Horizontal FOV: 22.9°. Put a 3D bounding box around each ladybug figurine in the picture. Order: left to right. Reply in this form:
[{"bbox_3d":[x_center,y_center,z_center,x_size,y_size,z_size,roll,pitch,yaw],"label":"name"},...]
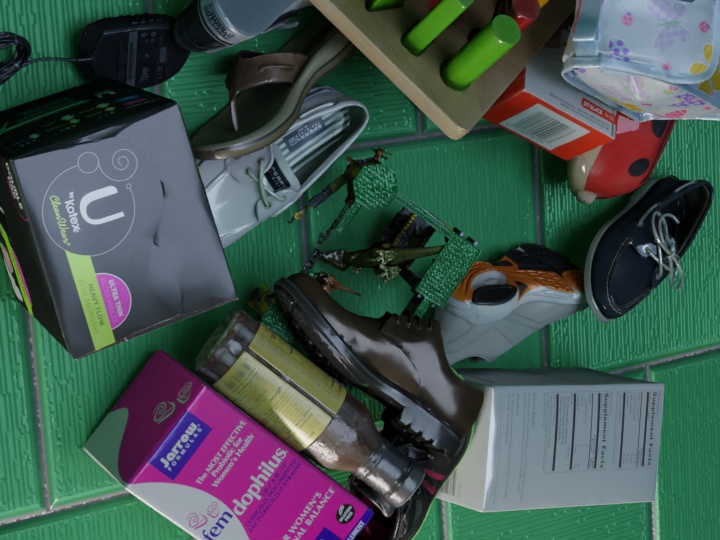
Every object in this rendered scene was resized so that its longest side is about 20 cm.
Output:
[{"bbox_3d":[0.245,-0.146,1.585,0.200,0.072,0.136,-66,166,-7],"label":"ladybug figurine"}]

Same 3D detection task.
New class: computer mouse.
[{"bbox_3d":[-0.220,-0.163,1.335,0.200,0.034,0.059,-9,129,-28],"label":"computer mouse"}]

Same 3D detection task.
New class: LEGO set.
[{"bbox_3d":[0.000,0.000,1.472,0.154,0.116,0.200,25,96,-14],"label":"LEGO set"}]

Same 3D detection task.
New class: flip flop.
[{"bbox_3d":[-0.069,-0.158,1.403,0.200,0.081,0.058,-48,124,-23],"label":"flip flop"}]

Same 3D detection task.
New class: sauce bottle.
[{"bbox_3d":[-0.037,0.113,1.396,0.200,0.065,0.065,40,74,-10],"label":"sauce bottle"}]

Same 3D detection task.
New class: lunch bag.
[{"bbox_3d":[0.238,-0.217,1.422,0.200,0.127,0.170,18,78,-54],"label":"lunch bag"}]

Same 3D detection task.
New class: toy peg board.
[{"bbox_3d":[0.077,-0.246,1.381,0.200,0.098,0.199,44,57,-5],"label":"toy peg board"}]

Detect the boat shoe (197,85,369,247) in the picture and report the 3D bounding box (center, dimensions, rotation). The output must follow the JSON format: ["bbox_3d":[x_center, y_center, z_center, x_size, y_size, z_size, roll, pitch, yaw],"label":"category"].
[{"bbox_3d":[-0.077,-0.082,1.416,0.200,0.067,0.074,-46,118,-20],"label":"boat shoe"}]

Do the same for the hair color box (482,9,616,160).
[{"bbox_3d":[0.163,-0.209,1.517,0.111,0.064,0.200,22,60,-34],"label":"hair color box"}]

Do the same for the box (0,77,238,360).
[{"bbox_3d":[-0.189,-0.043,1.256,0.124,0.200,0.149,-21,108,-18],"label":"box"}]

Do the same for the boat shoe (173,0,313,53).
[{"bbox_3d":[-0.074,-0.220,1.397,0.074,0.068,0.199,56,42,-14],"label":"boat shoe"}]

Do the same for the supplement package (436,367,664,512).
[{"bbox_3d":[0.157,0.147,1.576,0.200,0.114,0.110,2,94,-34],"label":"supplement package"}]

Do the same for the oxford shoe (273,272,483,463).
[{"bbox_3d":[0.016,0.059,1.398,0.200,0.073,0.084,41,77,-19],"label":"oxford shoe"}]

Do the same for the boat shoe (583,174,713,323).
[{"bbox_3d":[0.266,-0.022,1.618,0.200,0.062,0.075,-44,118,-45],"label":"boat shoe"}]

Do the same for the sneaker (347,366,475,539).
[{"bbox_3d":[0.038,0.164,1.481,0.084,0.077,0.200,-30,141,-62],"label":"sneaker"}]

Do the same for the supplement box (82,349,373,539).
[{"bbox_3d":[-0.104,0.166,1.408,0.200,0.103,0.101,40,84,-29],"label":"supplement box"}]

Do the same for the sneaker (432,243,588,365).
[{"bbox_3d":[0.129,0.036,1.580,0.200,0.076,0.092,-7,131,-43],"label":"sneaker"}]
